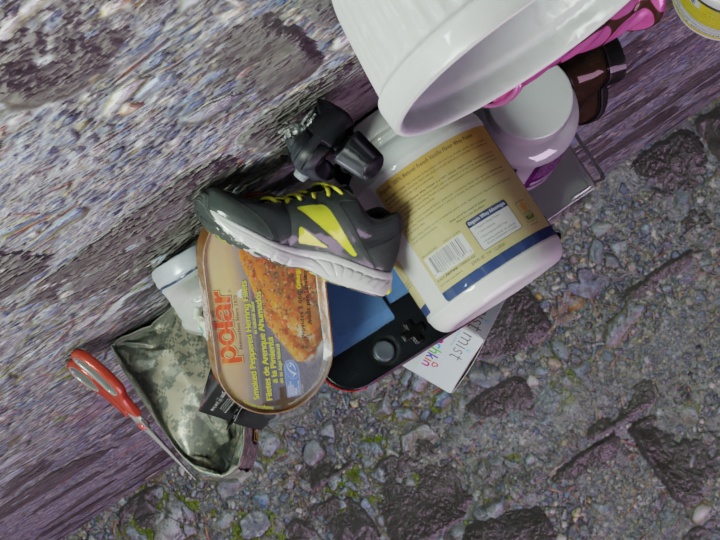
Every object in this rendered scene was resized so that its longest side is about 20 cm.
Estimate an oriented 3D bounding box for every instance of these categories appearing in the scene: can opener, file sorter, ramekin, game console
[{"bbox_3d":[-0.029,-0.095,1.155,0.063,0.079,0.200,-41,-177,-2],"label":"can opener"},{"bbox_3d":[0.174,-0.107,1.674,0.200,0.139,0.125,-36,175,22],"label":"file sorter"},{"bbox_3d":[0.076,-0.179,0.845,0.200,0.105,0.200,-33,172,-5],"label":"ramekin"},{"bbox_3d":[0.000,0.000,1.352,0.177,0.200,0.031,-32,174,-10],"label":"game console"}]

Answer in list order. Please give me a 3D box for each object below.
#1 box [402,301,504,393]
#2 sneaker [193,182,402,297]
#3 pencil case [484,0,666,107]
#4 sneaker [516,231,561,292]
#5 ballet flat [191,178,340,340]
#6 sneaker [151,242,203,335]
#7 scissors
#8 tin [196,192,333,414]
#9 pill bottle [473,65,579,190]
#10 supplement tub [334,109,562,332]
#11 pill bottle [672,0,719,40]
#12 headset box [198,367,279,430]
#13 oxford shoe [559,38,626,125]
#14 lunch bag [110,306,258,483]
[{"bbox_3d":[0.069,0.002,1.471,0.200,0.176,0.097,-56,174,-47],"label":"box"},{"bbox_3d":[-0.050,-0.043,1.192,0.074,0.200,0.085,19,-91,57],"label":"sneaker"},{"bbox_3d":[0.165,-0.205,1.154,0.200,0.091,0.094,-32,-152,-26],"label":"pencil case"},{"bbox_3d":[0.119,-0.077,1.390,0.080,0.200,0.071,-44,168,16],"label":"sneaker"},{"bbox_3d":[-0.086,-0.016,1.285,0.200,0.072,0.072,-58,176,-8],"label":"ballet flat"},{"bbox_3d":[-0.151,0.020,1.348,0.073,0.071,0.200,-32,173,-6],"label":"sneaker"},{"bbox_3d":[-0.234,0.155,1.463,0.014,0.200,0.073,-52,-165,-29],"label":"scissors"},{"bbox_3d":[-0.087,0.029,1.244,0.112,0.200,0.042,-11,-165,-24],"label":"tin"},{"bbox_3d":[0.160,-0.149,1.407,0.112,0.112,0.200,-32,173,-5],"label":"pill bottle"},{"bbox_3d":[0.078,-0.059,1.291,0.144,0.200,0.144,-32,173,-4],"label":"supplement tub"},{"bbox_3d":[0.362,-0.287,1.365,0.111,0.111,0.200,-34,174,6],"label":"pill bottle"},{"bbox_3d":[-0.100,0.065,1.417,0.149,0.077,0.200,130,-23,-69],"label":"headset box"},{"bbox_3d":[0.234,-0.208,1.561,0.084,0.073,0.200,-21,166,-4],"label":"oxford shoe"},{"bbox_3d":[-0.178,0.146,1.575,0.118,0.200,0.164,-32,172,-4],"label":"lunch bag"}]
